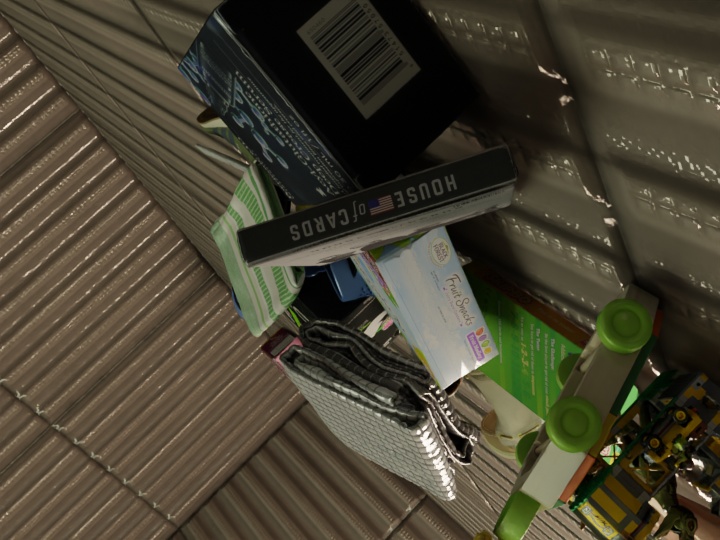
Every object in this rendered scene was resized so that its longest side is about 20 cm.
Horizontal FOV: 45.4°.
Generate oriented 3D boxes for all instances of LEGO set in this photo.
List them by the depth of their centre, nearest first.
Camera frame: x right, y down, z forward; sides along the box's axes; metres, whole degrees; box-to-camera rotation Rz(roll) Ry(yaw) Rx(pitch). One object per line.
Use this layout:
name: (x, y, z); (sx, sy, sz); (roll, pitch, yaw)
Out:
LEGO set: (0.216, 0.148, 0.568); (0.116, 0.154, 0.200); (44, 172, 12)

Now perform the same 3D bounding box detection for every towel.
towel: (0.026, 0.144, 0.943); (0.199, 0.086, 0.166); (20, 151, 38)
towel: (-0.121, -0.019, 0.987); (0.200, 0.023, 0.154); (-40, 69, 61)

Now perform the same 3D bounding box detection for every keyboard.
keyboard: (-0.094, -0.101, 0.988); (0.198, 0.011, 0.056); (24, -175, 2)

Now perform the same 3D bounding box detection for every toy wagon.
toy wagon: (0.137, 0.106, 0.574); (0.039, 0.201, 0.155); (28, 165, 12)

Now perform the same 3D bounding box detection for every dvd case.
dvd case: (0.022, -0.034, 0.533); (0.200, 0.149, 0.025); (-1, -106, -81)

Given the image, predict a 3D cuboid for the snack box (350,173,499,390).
snack box: (0.028, -0.020, 0.758); (0.200, 0.067, 0.169); (57, 176, 48)

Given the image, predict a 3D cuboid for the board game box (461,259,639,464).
board game box: (0.157, 0.079, 0.752); (0.200, 0.030, 0.096); (40, 138, 40)

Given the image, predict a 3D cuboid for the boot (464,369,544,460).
boot: (0.153, 0.128, 0.918); (0.155, 0.072, 0.200); (47, 162, -8)

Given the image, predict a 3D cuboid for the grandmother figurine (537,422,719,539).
grandmother figurine: (0.247, 0.202, 0.783); (0.199, 0.061, 0.122); (32, 142, 19)

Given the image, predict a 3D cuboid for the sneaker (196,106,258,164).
sneaker: (-0.123, -0.151, 0.979); (0.090, 0.067, 0.200); (57, 163, -22)

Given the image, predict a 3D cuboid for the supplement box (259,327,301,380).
supplement box: (-0.218, 0.266, 2.674); (0.131, 0.103, 0.200); (50, 169, -17)

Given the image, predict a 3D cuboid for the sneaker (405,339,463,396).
sneaker: (0.084, 0.108, 1.007); (0.072, 0.086, 0.200); (6, 168, 5)

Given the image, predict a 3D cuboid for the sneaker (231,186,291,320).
sneaker: (-0.134, -0.036, 1.146); (0.069, 0.202, 0.078); (8, 169, 1)

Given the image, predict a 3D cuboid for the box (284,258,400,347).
box: (-0.028, 0.026, 1.103); (0.148, 0.124, 0.200); (42, 167, 22)

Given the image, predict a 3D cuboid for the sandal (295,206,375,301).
sandal: (0.000, 0.000, 0.952); (0.199, 0.088, 0.080); (28, 164, 8)

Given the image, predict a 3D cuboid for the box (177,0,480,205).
box: (-0.034, -0.136, 0.611); (0.149, 0.107, 0.200); (49, 169, -14)
